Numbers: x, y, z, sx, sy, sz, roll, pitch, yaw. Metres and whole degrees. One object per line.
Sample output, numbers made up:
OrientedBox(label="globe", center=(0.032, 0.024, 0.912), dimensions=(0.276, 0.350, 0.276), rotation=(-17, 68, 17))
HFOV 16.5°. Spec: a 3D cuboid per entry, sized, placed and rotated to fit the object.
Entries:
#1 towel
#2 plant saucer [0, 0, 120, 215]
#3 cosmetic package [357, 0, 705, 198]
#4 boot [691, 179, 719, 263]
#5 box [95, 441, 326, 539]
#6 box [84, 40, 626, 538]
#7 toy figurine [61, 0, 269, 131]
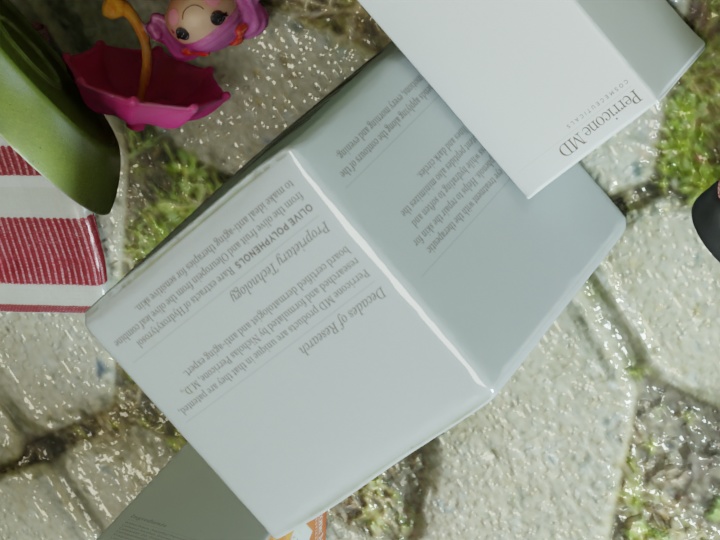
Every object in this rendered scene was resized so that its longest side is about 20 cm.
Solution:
OrientedBox(label="towel", center=(-0.238, -0.064, 1.585), dimensions=(0.144, 0.023, 0.200), rotation=(2, 119, 25))
OrientedBox(label="plant saucer", center=(-0.199, -0.117, 1.419), dimensions=(0.031, 0.200, 0.200), rotation=(-40, 95, 6))
OrientedBox(label="cosmetic package", center=(0.074, -0.153, 1.328), dimensions=(0.200, 0.085, 0.108), rotation=(49, 127, -3))
OrientedBox(label="boot", center=(0.281, -0.009, 1.319), dimensions=(0.200, 0.072, 0.144), rotation=(31, 141, 1))
OrientedBox(label="box", center=(-0.106, 0.211, 1.556), dimensions=(0.097, 0.200, 0.125), rotation=(15, 123, 20))
OrientedBox(label="box", center=(0.000, 0.000, 1.381), dimensions=(0.171, 0.199, 0.200), rotation=(49, 129, -5))
OrientedBox(label="toy figurine", center=(-0.121, -0.171, 1.419), dimensions=(0.200, 0.150, 0.184), rotation=(-24, 120, 11))
